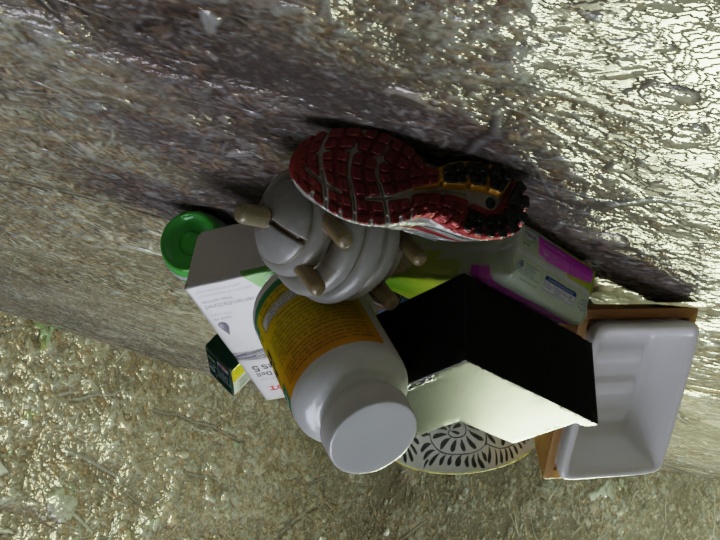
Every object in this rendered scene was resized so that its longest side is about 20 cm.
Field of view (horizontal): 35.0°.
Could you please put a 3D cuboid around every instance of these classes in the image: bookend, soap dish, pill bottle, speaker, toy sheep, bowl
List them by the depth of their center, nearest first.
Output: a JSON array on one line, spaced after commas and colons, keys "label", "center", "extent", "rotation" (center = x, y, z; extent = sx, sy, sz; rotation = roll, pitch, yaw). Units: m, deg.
[{"label": "toy sheep", "center": [-0.027, -0.033, 1.016], "extent": [0.137, 0.140, 0.199], "rotation": [1, 168, 45]}, {"label": "pill bottle", "center": [-0.022, 0.088, 1.059], "extent": [0.112, 0.113, 0.201], "rotation": [21, -156, -36]}, {"label": "bookend", "center": [0.101, 0.111, 1.156], "extent": [0.199, 0.093, 0.198], "rotation": [26, 142, -34]}, {"label": "soap dish", "center": [0.277, 0.127, 1.258], "extent": [0.156, 0.202, 0.081], "rotation": [0, -159, -24]}, {"label": "speaker", "center": [-0.174, -0.009, 1.408], "extent": [0.087, 0.089, 0.200], "rotation": [9, 168, 17]}, {"label": "bowl", "center": [0.122, 0.166, 1.428], "extent": [0.198, 0.095, 0.201], "rotation": [-5, -162, 1]}]

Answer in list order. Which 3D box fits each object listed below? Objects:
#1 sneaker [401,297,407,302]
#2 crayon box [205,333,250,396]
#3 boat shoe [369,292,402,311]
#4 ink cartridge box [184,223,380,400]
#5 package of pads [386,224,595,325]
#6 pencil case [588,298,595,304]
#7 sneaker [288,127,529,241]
[{"label": "sneaker", "center": [0.033, 0.045, 1.421], "extent": [0.198, 0.091, 0.078], "rotation": [18, 167, -27]}, {"label": "crayon box", "center": [-0.112, 0.061, 1.471], "extent": [0.051, 0.200, 0.127], "rotation": [42, 162, 10]}, {"label": "boat shoe", "center": [0.000, 0.000, 1.288], "extent": [0.072, 0.073, 0.199], "rotation": [-1, 162, 36]}, {"label": "ink cartridge box", "center": [-0.074, 0.040, 1.223], "extent": [0.144, 0.085, 0.201], "rotation": [-12, 134, 20]}, {"label": "package of pads", "center": [0.123, 0.002, 1.174], "extent": [0.199, 0.069, 0.154], "rotation": [2, 163, 43]}, {"label": "pencil case", "center": [0.245, 0.123, 1.363], "extent": [0.090, 0.083, 0.201], "rotation": [21, 140, 33]}, {"label": "sneaker", "center": [0.035, -0.060, 0.951], "extent": [0.198, 0.079, 0.082], "rotation": [15, 168, -11]}]
